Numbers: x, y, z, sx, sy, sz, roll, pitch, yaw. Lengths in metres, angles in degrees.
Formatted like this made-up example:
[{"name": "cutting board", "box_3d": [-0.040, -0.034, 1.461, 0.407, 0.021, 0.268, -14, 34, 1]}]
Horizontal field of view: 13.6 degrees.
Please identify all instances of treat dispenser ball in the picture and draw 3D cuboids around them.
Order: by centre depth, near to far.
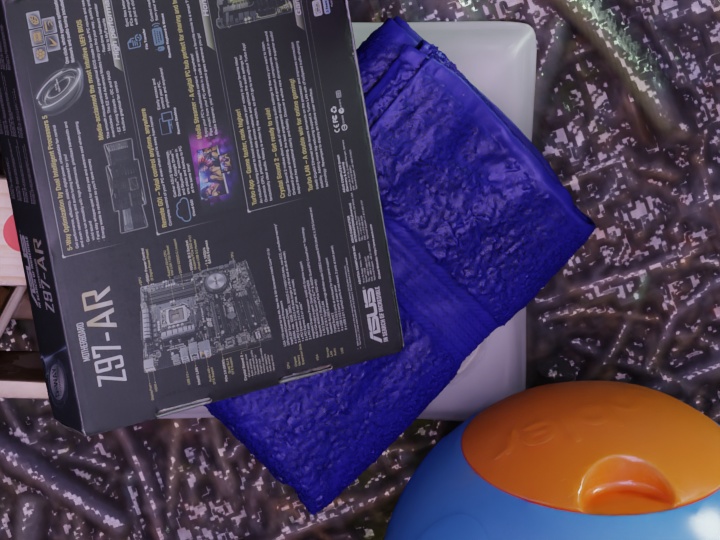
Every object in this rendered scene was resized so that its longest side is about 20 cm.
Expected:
[{"name": "treat dispenser ball", "box_3d": [0.107, 0.152, 1.412, 0.200, 0.201, 0.202, -1, 101, -3]}]

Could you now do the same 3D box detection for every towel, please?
[{"name": "towel", "box_3d": [0.000, 0.000, 1.416, 0.200, 0.050, 0.148, -46, 105, 0]}]

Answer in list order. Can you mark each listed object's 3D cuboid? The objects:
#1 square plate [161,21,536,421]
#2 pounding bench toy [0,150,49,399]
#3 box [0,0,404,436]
[{"name": "square plate", "box_3d": [-0.015, -0.022, 1.460, 0.199, 0.028, 0.199, 1, 102, -3]}, {"name": "pounding bench toy", "box_3d": [-0.190, -0.046, 1.396, 0.155, 0.124, 0.201, 3, 101, -3]}, {"name": "box", "box_3d": [-0.074, -0.043, 1.329, 0.160, 0.043, 0.201, -15, 102, -22]}]
